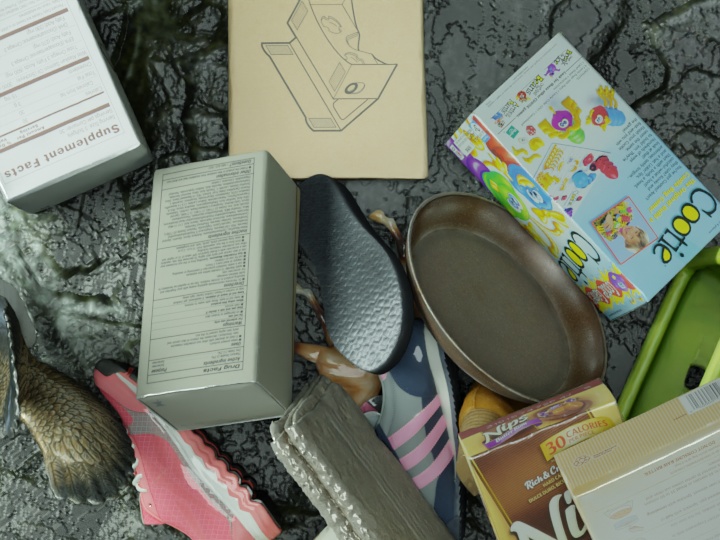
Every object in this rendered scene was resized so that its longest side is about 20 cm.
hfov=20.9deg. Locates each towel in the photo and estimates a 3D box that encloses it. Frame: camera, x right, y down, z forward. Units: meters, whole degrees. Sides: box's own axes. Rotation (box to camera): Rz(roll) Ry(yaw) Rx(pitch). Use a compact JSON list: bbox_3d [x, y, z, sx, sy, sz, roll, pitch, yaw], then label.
[{"bbox_3d":[0.008,0.177,1.471,0.034,0.133,0.200,-35,94,19],"label":"towel"}]

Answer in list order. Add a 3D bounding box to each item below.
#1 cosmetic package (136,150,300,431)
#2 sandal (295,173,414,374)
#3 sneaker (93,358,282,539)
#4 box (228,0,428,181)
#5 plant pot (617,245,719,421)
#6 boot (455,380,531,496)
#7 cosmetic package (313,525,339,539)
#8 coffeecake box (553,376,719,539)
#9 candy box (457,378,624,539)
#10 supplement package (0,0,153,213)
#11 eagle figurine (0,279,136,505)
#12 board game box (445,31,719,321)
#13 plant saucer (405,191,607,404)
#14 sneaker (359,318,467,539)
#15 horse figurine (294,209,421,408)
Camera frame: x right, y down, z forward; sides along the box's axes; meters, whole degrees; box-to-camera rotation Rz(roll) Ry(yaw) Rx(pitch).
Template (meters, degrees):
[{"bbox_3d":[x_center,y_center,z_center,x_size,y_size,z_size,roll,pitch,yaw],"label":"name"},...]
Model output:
[{"bbox_3d":[-0.108,0.015,1.512,0.103,0.073,0.200,-8,62,20],"label":"cosmetic package"},{"bbox_3d":[0.000,-0.001,1.519,0.076,0.043,0.200,-42,45,21],"label":"sandal"},{"bbox_3d":[-0.156,0.158,1.552,0.087,0.074,0.200,-43,87,1],"label":"sneaker"},{"bbox_3d":[-0.027,-0.174,1.600,0.163,0.021,0.200,0,86,-2],"label":"box"},{"bbox_3d":[0.320,0.107,1.513,0.181,0.200,0.199,25,86,-6],"label":"plant pot"},{"bbox_3d":[0.147,0.169,1.539,0.071,0.144,0.201,-26,111,29],"label":"boot"},{"bbox_3d":[-0.057,0.284,1.533,0.071,0.105,0.200,44,85,2],"label":"cosmetic package"},{"bbox_3d":[0.250,0.193,1.378,0.153,0.073,0.200,-26,110,3],"label":"coffeecake box"},{"bbox_3d":[0.160,0.193,1.437,0.117,0.056,0.200,-22,106,-1],"label":"candy box"},{"bbox_3d":[-0.259,-0.160,1.544,0.117,0.117,0.200,-24,88,-3],"label":"supplement package"},{"bbox_3d":[-0.268,0.092,1.498,0.200,0.152,0.151,8,103,40],"label":"eagle figurine"},{"bbox_3d":[0.180,-0.072,1.553,0.105,0.103,0.200,-42,89,-14],"label":"board game box"},{"bbox_3d":[0.109,0.027,1.531,0.200,0.200,0.032,48,127,1],"label":"plant saucer"},{"bbox_3d":[0.041,0.131,1.549,0.082,0.070,0.200,-5,107,8],"label":"sneaker"},{"bbox_3d":[0.010,0.040,1.576,0.200,0.050,0.133,-40,83,-1],"label":"horse figurine"}]
